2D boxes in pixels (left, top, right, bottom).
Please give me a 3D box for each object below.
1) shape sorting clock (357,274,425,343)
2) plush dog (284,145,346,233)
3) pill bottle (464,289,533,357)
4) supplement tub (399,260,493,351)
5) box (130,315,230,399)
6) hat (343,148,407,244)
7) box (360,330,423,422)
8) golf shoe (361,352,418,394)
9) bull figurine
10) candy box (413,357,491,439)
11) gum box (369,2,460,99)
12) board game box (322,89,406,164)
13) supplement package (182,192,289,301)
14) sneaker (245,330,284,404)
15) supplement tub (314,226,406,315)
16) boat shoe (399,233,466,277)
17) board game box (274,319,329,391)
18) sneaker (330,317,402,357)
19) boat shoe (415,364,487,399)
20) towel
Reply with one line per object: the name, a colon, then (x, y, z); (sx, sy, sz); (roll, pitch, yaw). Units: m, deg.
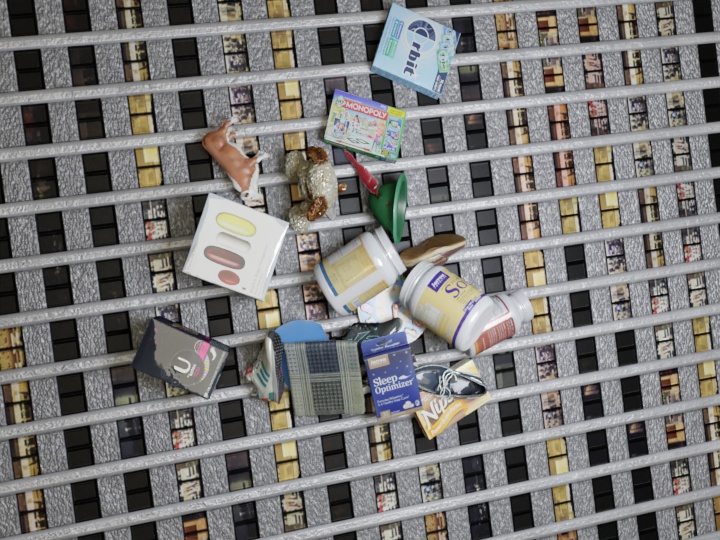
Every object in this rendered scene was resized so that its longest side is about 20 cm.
shape sorting clock: (0.089, 0.093, 1.531); (0.193, 0.039, 0.207); (0, 89, -10)
plush dog: (-0.100, -0.201, 1.434); (0.155, 0.172, 0.207); (-4, 89, -10)
pill bottle: (0.342, 0.131, 1.537); (0.196, 0.112, 0.115); (-25, 93, -8)
supplement tub: (0.205, 0.081, 1.433); (0.198, 0.146, 0.147); (34, 84, 24)
box: (-0.421, 0.204, 1.411); (0.195, 0.106, 0.125); (24, 85, -8)
hat: (0.023, -0.171, 1.498); (0.170, 0.169, 0.203); (6, 47, 12)
box: (0.076, 0.259, 1.446); (0.117, 0.032, 0.206); (-14, 104, -2)
golf shoe: (0.062, 0.282, 1.509); (0.196, 0.077, 0.090); (-26, 102, -8)
bull figurine: (-0.296, -0.271, 1.457); (0.121, 0.065, 0.201); (-43, 98, -11)
candy box: (0.227, 0.330, 1.544); (0.196, 0.055, 0.118); (-30, 92, -8)
gum box: (0.142, -0.568, 1.542); (0.195, 0.045, 0.175); (20, 86, -10)
board game box: (0.012, -0.367, 1.518); (0.194, 0.029, 0.139); (14, 80, -9)
supplement package: (-0.292, -0.053, 1.414); (0.195, 0.147, 0.197); (19, 87, -10)
sneaker: (-0.235, 0.235, 1.430); (0.090, 0.071, 0.205); (4, 122, 5)
supplement tub: (0.000, 0.000, 1.446); (0.197, 0.145, 0.147); (-32, 95, 5)
boat shoe: (0.189, -0.035, 1.539); (0.196, 0.072, 0.074); (-23, 124, -23)
board game box: (-0.140, 0.206, 1.482); (0.155, 0.039, 0.203); (-26, 111, 7)
sneaker: (0.013, 0.162, 1.482); (0.197, 0.075, 0.081); (-31, 91, 8)
boat shoe: (0.220, 0.284, 1.486); (0.194, 0.062, 0.077); (14, 89, -4)
towel: (-0.087, 0.264, 1.457); (0.186, 0.035, 0.206); (-3, 109, 7)
